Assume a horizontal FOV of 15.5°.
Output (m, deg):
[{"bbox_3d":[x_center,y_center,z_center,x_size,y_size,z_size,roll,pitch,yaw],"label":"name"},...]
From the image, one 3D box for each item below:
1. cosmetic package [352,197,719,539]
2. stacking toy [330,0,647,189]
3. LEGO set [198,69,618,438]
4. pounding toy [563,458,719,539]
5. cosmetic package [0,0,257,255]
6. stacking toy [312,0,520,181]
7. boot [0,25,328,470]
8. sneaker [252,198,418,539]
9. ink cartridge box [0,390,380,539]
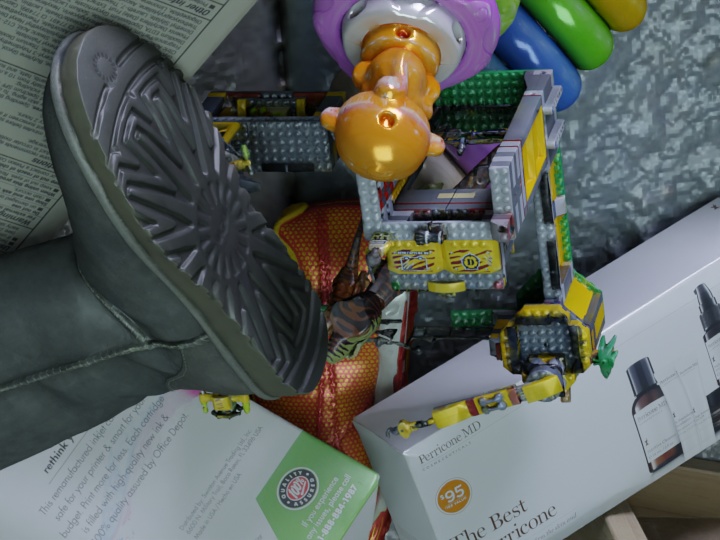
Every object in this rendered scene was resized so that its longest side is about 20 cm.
[{"bbox_3d":[0.101,0.054,1.143,0.200,0.051,0.083,-31,116,-17],"label":"cosmetic package"},{"bbox_3d":[0.085,-0.111,1.102,0.200,0.085,0.085,-42,111,3],"label":"stacking toy"},{"bbox_3d":[0.000,0.000,1.022,0.199,0.116,0.154,7,117,12],"label":"LEGO set"},{"bbox_3d":[0.186,0.190,1.172,0.199,0.184,0.143,10,110,-12],"label":"pounding toy"},{"bbox_3d":[-0.129,-0.082,0.967,0.103,0.073,0.200,20,137,-29],"label":"cosmetic package"},{"bbox_3d":[0.022,-0.109,0.979,0.116,0.201,0.110,15,143,-5],"label":"stacking toy"},{"bbox_3d":[-0.133,0.005,0.973,0.199,0.073,0.182,-9,127,29],"label":"boot"},{"bbox_3d":[-0.016,0.063,1.165,0.077,0.073,0.201,5,104,7],"label":"sneaker"},{"bbox_3d":[-0.107,0.093,1.104,0.200,0.067,0.117,30,64,11],"label":"ink cartridge box"}]
